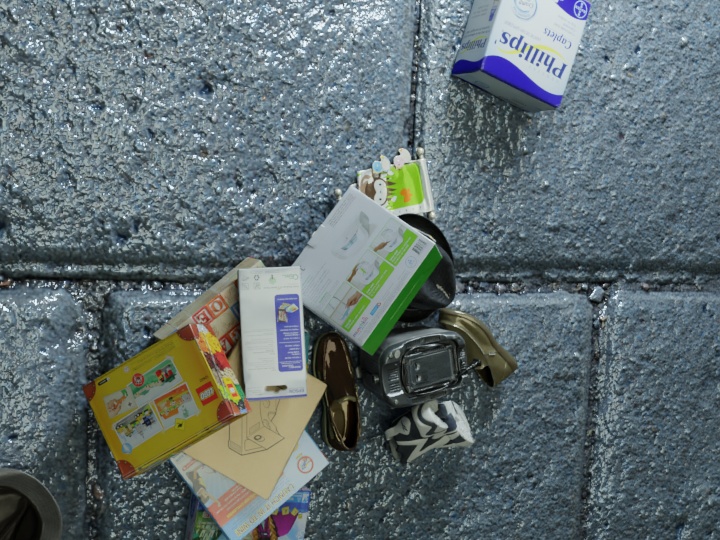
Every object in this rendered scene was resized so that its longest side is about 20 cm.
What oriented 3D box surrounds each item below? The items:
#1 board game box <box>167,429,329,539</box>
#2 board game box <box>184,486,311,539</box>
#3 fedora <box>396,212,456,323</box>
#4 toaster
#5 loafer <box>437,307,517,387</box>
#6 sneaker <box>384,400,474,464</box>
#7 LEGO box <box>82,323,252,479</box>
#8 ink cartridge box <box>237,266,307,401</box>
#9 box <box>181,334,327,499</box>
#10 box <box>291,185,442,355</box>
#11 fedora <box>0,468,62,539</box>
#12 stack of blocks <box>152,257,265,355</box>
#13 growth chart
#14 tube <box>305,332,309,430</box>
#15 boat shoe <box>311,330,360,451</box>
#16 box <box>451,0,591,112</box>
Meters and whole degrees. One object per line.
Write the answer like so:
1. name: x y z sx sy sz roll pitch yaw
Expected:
1. board game box: -0.185 0.287 1.590 0.199 0.056 0.197 -37 96 -17
2. board game box: -0.190 0.450 1.655 0.198 0.041 0.202 8 92 -27
3. fedora: 0.101 0.005 1.717 0.199 0.091 0.203 -8 106 -29
4. toaster: 0.091 0.155 1.720 0.198 0.129 0.115 -13 102 -25
5. loafer: 0.205 0.140 1.808 0.200 0.076 0.068 41 71 -25
6. sneaker: 0.112 0.289 1.783 0.199 0.129 0.080 23 43 -61
7. LEGO box: -0.283 0.190 1.481 0.199 0.077 0.150 -29 81 11
8. ink cartridge box: -0.135 0.097 1.548 0.098 0.039 0.203 -2 83 -11
9. box: -0.164 0.225 1.561 0.163 0.021 0.201 32 76 -11
10. box: 0.000 0.000 1.614 0.176 0.097 0.201 34 86 18
11. fedora: -0.530 0.364 1.443 0.200 0.090 0.178 -40 110 -11
12. stack of blocks: -0.212 0.087 1.596 0.200 0.058 0.116 -40 111 -18
13. growth chart: 0.043 -0.120 1.730 0.199 0.018 0.146 -26 106 -24
14. tube: -0.116 0.207 1.670 0.077 0.050 0.203 -3 90 -36
15. boat shoe: -0.030 0.203 1.693 0.074 0.075 0.205 -13 101 -25
16. box: 0.283 -0.405 1.774 0.182 0.105 0.202 19 87 -27
